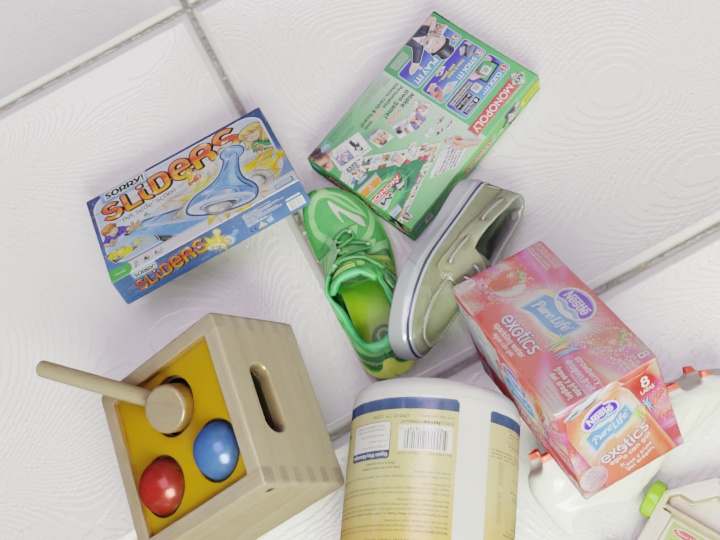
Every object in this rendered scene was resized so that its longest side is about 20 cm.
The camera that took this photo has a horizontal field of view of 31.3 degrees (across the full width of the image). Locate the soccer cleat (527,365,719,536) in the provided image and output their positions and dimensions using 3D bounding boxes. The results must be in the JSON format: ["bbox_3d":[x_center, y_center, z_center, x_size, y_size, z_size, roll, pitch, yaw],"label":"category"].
[{"bbox_3d":[0.235,0.149,1.093,0.199,0.069,0.078,-29,94,-7],"label":"soccer cleat"}]

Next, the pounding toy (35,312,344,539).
[{"bbox_3d":[-0.151,0.131,1.107,0.184,0.142,0.201,-36,62,30],"label":"pounding toy"}]

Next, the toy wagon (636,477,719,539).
[{"bbox_3d":[0.298,0.234,1.054,0.155,0.040,0.200,29,76,20],"label":"toy wagon"}]

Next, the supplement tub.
[{"bbox_3d":[0.056,0.201,1.059,0.144,0.144,0.201,1,69,12],"label":"supplement tub"}]

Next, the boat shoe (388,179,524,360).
[{"bbox_3d":[0.087,-0.005,1.155,0.062,0.072,0.200,7,56,33],"label":"boat shoe"}]

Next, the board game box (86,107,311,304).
[{"bbox_3d":[-0.159,-0.065,1.245,0.199,0.035,0.136,-29,43,-1],"label":"board game box"}]

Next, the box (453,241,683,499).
[{"bbox_3d":[0.166,0.076,1.061,0.094,0.103,0.200,-29,34,-5],"label":"box"}]

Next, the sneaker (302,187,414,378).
[{"bbox_3d":[0.000,0.000,1.184,0.074,0.084,0.201,-25,65,1],"label":"sneaker"}]

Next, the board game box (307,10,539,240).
[{"bbox_3d":[0.062,-0.144,1.258,0.134,0.029,0.200,36,79,21],"label":"board game box"}]
